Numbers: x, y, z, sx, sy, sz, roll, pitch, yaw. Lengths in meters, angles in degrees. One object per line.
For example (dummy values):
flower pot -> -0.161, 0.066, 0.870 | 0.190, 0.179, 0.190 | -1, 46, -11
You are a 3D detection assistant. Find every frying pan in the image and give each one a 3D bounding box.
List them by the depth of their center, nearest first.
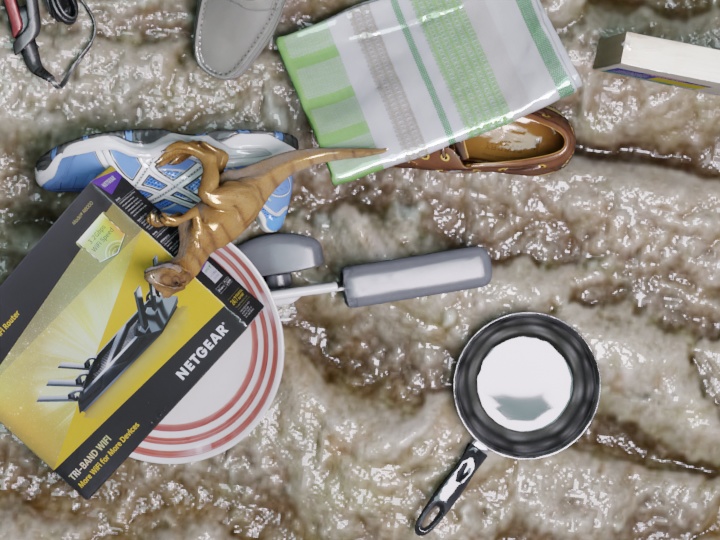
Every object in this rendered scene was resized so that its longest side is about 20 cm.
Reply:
frying pan -> 0.119, 0.125, 1.737 | 0.115, 0.031, 0.191 | 14, 96, -3

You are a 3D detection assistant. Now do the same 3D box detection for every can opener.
can opener -> 0.000, 0.000, 1.713 | 0.199, 0.053, 0.067 | -5, 93, -3

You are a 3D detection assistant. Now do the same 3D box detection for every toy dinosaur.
toy dinosaur -> -0.091, -0.057, 1.629 | 0.200, 0.060, 0.106 | -41, 84, -19

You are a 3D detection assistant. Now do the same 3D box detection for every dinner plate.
dinner plate -> -0.152, 0.050, 1.701 | 0.199, 0.024, 0.201 | 3, 107, 11

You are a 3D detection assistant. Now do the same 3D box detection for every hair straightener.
hair straightener -> -0.243, -0.237, 1.693 | 0.077, 0.041, 0.201 | -15, 94, -2

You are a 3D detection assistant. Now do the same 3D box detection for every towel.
towel -> 0.049, -0.158, 1.680 | 0.199, 0.031, 0.149 | -21, 58, -2

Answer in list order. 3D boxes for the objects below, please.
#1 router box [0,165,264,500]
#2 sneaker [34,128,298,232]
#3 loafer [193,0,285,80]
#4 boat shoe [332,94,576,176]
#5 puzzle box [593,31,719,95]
router box -> -0.195, 0.048, 1.670 | 0.157, 0.052, 0.200 | 42, 111, -2
sneaker -> -0.146, -0.066, 1.690 | 0.199, 0.076, 0.077 | 0, 89, -2
loafer -> -0.082, -0.228, 1.662 | 0.070, 0.070, 0.200 | 21, 117, 2
boat shoe -> 0.067, -0.110, 1.703 | 0.199, 0.068, 0.072 | 6, 93, -3
puzzle box -> 0.281, -0.146, 1.680 | 0.199, 0.133, 0.026 | 11, 93, -4
